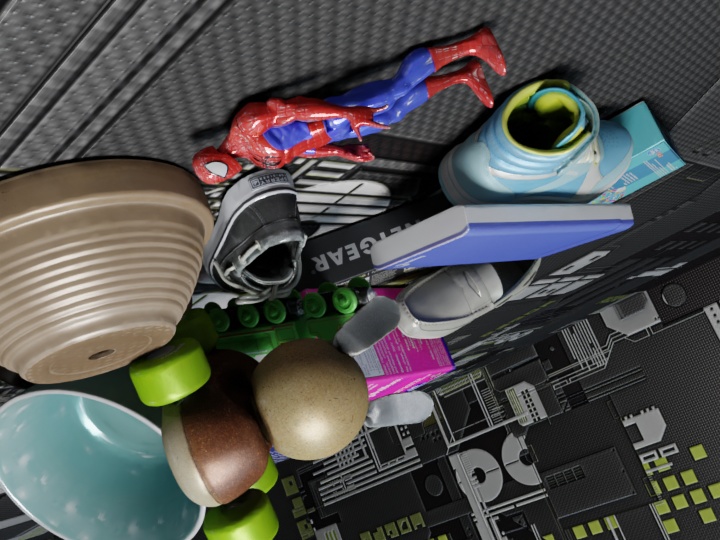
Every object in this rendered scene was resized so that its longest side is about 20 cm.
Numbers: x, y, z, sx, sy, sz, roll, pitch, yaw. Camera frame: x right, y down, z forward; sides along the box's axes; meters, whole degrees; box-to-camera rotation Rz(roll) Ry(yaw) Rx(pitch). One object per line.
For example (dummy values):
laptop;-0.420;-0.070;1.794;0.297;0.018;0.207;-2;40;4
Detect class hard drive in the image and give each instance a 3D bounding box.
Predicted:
hard drive;0.127;-0.031;0.717;0.200;0.025;0.132;-4;169;-34

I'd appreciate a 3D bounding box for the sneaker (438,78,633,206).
sneaker;0.176;-0.106;0.660;0.200;0.080;0.131;-16;166;-26

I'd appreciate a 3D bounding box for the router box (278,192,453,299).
router box;0.000;0.000;0.835;0.200;0.052;0.157;-20;165;-8

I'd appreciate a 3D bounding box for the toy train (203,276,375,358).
toy train;-0.071;0.047;0.701;0.200;0.056;0.042;-10;-168;29

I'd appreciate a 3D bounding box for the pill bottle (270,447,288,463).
pill bottle;-0.094;0.156;0.919;0.200;0.116;0.116;-34;162;35

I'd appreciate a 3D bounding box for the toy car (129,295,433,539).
toy car;-0.051;0.098;0.633;0.200;0.164;0.158;-21;-165;-1

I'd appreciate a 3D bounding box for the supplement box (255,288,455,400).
supplement box;-0.009;0.082;0.808;0.101;0.103;0.200;-33;159;32

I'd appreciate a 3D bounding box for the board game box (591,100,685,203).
board game box;0.230;-0.094;0.848;0.200;0.047;0.151;-29;165;25

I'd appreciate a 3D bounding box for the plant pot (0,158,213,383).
plant pot;-0.187;0.015;0.535;0.201;0.093;0.201;-20;165;-5

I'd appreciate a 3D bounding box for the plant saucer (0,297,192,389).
plant saucer;-0.253;0.071;0.766;0.200;0.032;0.200;-22;167;-5

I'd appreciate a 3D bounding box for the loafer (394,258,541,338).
loafer;0.113;0.015;0.831;0.200;0.070;0.070;-22;162;-41

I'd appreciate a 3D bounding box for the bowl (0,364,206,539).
bowl;-0.220;0.153;0.731;0.201;0.201;0.105;-30;-158;27

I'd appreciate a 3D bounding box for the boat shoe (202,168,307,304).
boat shoe;-0.080;-0.009;0.652;0.074;0.068;0.199;-15;164;-25

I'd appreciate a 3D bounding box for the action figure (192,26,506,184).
action figure;-0.008;-0.095;0.499;0.200;0.052;0.065;-18;169;-7
